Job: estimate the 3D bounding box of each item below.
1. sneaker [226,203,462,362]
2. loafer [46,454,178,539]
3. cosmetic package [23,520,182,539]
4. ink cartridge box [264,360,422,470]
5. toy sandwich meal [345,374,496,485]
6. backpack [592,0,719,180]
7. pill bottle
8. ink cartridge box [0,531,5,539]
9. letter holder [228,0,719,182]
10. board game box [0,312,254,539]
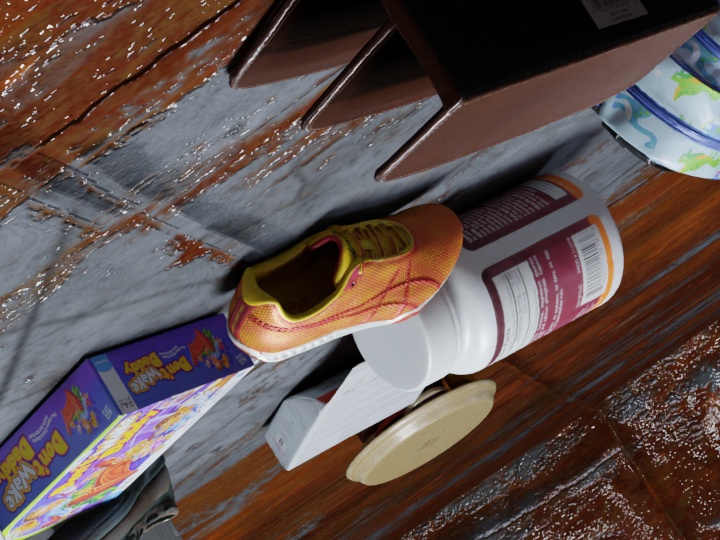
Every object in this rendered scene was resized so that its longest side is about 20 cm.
[{"bbox_3d":[0.000,0.000,1.315,0.199,0.073,0.077,-28,157,-36],"label":"sneaker"},{"bbox_3d":[-0.185,0.202,1.480,0.071,0.063,0.200,-24,-167,24],"label":"loafer"},{"bbox_3d":[-0.233,0.237,1.590,0.106,0.091,0.200,-36,165,14],"label":"cosmetic package"},{"bbox_3d":[0.011,0.088,1.750,0.162,0.057,0.201,-26,157,-32],"label":"ink cartridge box"},{"bbox_3d":[0.056,0.154,2.056,0.204,0.071,0.205,-29,163,-10],"label":"toy sandwich meal"},{"bbox_3d":[0.216,-0.129,1.214,0.199,0.164,0.154,-15,151,-37],"label":"backpack"},{"bbox_3d":[0.094,0.010,1.483,0.199,0.115,0.114,-25,165,-33],"label":"pill bottle"},{"bbox_3d":[-0.287,0.157,1.228,0.099,0.039,0.200,-31,162,-14],"label":"ink cartridge box"},{"bbox_3d":[0.052,-0.109,0.961,0.199,0.101,0.142,-22,165,-42],"label":"letter holder"},{"bbox_3d":[-0.180,0.114,1.343,0.134,0.045,0.200,-19,161,-50],"label":"board game box"}]
